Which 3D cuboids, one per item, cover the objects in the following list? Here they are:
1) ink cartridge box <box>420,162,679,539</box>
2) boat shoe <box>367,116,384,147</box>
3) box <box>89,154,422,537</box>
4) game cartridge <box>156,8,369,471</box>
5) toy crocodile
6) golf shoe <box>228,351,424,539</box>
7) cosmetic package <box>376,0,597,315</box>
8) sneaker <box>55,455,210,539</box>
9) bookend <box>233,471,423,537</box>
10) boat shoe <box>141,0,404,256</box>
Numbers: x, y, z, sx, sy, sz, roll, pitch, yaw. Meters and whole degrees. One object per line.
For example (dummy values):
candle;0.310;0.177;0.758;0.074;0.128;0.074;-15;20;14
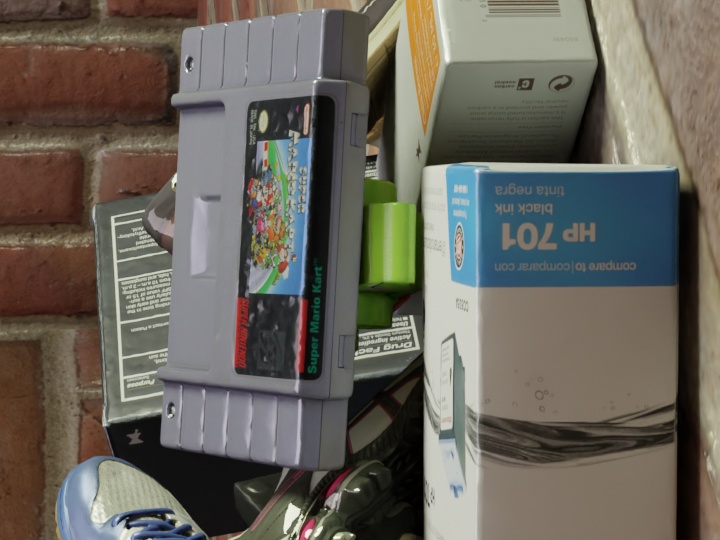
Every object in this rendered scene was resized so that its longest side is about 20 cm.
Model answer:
ink cartridge box;0.075;0.057;0.878;0.146;0.086;0.201;-161;72;-83
boat shoe;0.019;-0.124;1.282;0.200;0.069;0.074;103;162;-64
box;-0.056;0.048;1.326;0.199;0.199;0.124;-100;0;-49
game cartridge;-0.046;-0.014;0.971;0.130;0.038;0.201;1;88;59
toy crocodile;0.000;0.000;1.017;0.200;0.061;0.068;142;129;-74
golf shoe;0.013;0.082;0.992;0.088;0.200;0.077;1;124;44
cosmetic package;0.056;-0.074;1.039;0.200;0.071;0.102;99;167;-54
sneaker;-0.078;0.152;1.038;0.200;0.075;0.088;51;136;30
bookend;0.019;0.224;1.041;0.199;0.092;0.201;36;130;53
boat shoe;-0.034;-0.081;1.085;0.200;0.065;0.072;-53;-16;-17
